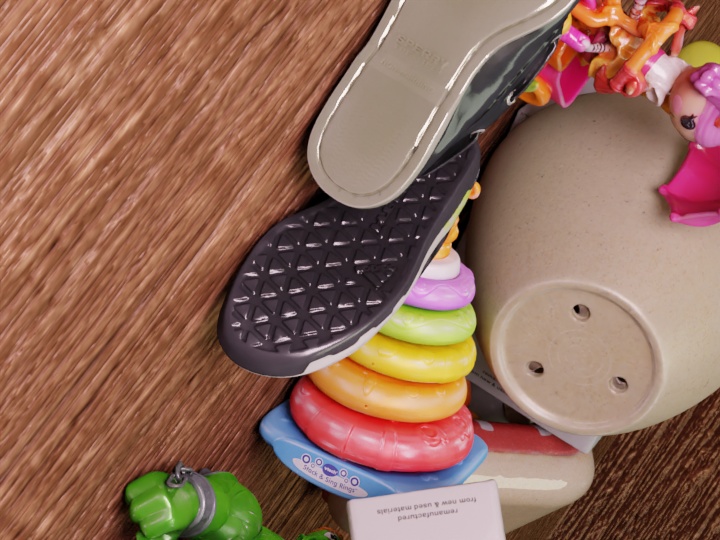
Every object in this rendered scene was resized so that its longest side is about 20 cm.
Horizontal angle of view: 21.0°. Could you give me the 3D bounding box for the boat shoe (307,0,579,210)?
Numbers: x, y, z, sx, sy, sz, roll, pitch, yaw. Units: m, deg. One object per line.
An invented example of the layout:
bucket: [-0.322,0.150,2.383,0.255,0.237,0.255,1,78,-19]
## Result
boat shoe: [0.053,-0.110,0.893,0.200,0.074,0.066,-57,168,3]

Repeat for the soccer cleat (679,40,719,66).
soccer cleat: [0.233,-0.111,1.518,0.200,0.065,0.084,-51,163,-21]

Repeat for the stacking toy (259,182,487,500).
stacking toy: [0.027,0.022,1.078,0.110,0.116,0.201,-29,138,-60]

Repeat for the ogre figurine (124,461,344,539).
ogre figurine: [-0.054,0.178,1.012,0.098,0.200,0.120,-48,-172,14]

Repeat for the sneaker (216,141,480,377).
sneaker: [0.000,0.000,0.960,0.200,0.072,0.083,-45,163,-39]

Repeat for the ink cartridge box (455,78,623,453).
ink cartridge box: [0.156,-0.016,1.294,0.145,0.144,0.200,-38,157,-53]

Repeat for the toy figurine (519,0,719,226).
toy figurine: [0.155,-0.104,1.021,0.150,0.184,0.200,-54,165,-11]

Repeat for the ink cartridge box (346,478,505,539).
ink cartridge box: [0.047,0.228,1.037,0.146,0.084,0.201,80,2,-72]

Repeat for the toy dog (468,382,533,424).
toy dog: [0.138,0.071,1.498,0.200,0.132,0.096,-44,128,-19]

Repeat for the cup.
cup: [0.142,0.016,1.132,0.143,0.200,0.201,-56,171,-54]

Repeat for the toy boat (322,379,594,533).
toy boat: [0.066,0.113,1.348,0.199,0.131,0.130,8,153,-38]
